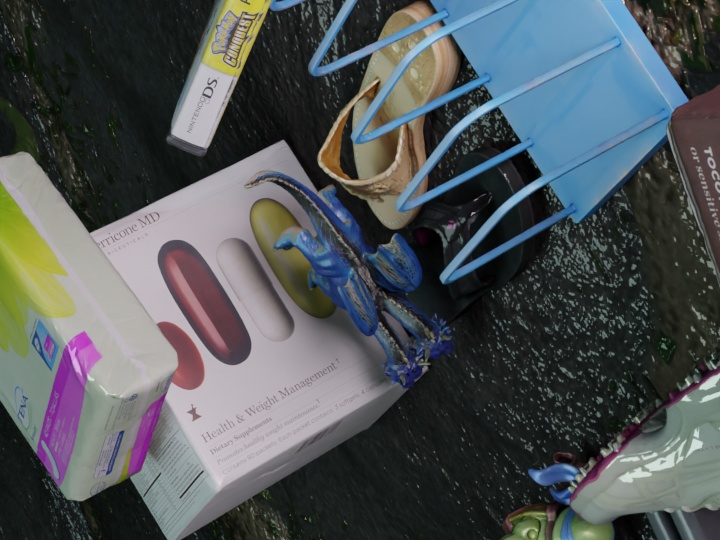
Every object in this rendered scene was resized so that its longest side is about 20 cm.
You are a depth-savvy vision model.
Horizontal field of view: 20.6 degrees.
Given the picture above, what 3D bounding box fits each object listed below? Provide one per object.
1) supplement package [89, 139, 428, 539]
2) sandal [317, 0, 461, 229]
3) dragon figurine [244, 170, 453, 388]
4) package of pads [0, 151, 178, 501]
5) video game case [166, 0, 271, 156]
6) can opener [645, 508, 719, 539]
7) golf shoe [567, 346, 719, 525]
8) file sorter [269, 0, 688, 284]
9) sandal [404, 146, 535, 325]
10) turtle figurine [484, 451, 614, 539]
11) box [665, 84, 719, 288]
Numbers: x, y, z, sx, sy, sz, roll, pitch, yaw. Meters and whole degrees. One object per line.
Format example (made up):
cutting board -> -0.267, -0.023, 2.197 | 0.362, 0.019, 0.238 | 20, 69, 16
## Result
supplement package -> -0.096, 0.051, 1.436 | 0.201, 0.190, 0.147 | 57, 152, 9
sandal -> 0.003, -0.087, 1.263 | 0.078, 0.069, 0.212 | 52, 152, 20
dragon figurine -> 0.000, 0.000, 1.259 | 0.099, 0.059, 0.200 | 39, 166, 35
package of pads -> -0.210, 0.041, 1.346 | 0.201, 0.068, 0.155 | 52, 147, 20
video game case -> -0.052, -0.189, 1.109 | 0.025, 0.201, 0.182 | 21, 125, -8
can opener -> 0.214, 0.212, 1.176 | 0.053, 0.066, 0.202 | -17, 94, 62
golf shoe -> 0.187, 0.108, 1.095 | 0.092, 0.075, 0.200 | 48, 143, 5
file sorter -> 0.056, -0.116, 1.082 | 0.201, 0.122, 0.139 | 58, 153, 10
sandal -> 0.059, -0.009, 1.259 | 0.076, 0.048, 0.201 | 56, 154, 13
turtle figurine -> 0.109, 0.231, 1.279 | 0.194, 0.143, 0.202 | 138, 115, -71
box -> 0.257, -0.018, 0.758 | 0.199, 0.165, 0.166 | 2, 116, 60
